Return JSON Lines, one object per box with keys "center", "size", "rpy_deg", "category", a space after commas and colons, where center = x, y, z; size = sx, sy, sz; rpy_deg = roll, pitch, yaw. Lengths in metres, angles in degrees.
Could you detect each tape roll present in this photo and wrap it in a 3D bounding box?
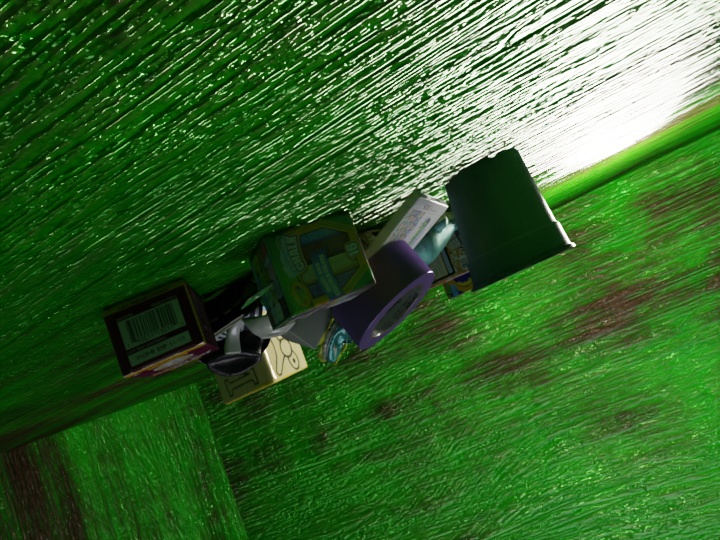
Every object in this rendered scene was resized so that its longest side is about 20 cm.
{"center": [0.044, 0.047, 1.019], "size": [0.199, 0.085, 0.201], "rpy_deg": [-40, 163, -15], "category": "tape roll"}

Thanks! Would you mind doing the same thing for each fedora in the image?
{"center": [-0.308, 0.195, 1.309], "size": [0.193, 0.093, 0.206], "rpy_deg": [-11, 131, -13], "category": "fedora"}

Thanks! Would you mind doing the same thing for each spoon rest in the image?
{"center": [-0.199, 0.107, 1.038], "size": [0.197, 0.063, 0.097], "rpy_deg": [-27, 162, 38], "category": "spoon rest"}

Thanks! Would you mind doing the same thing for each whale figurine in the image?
{"center": [0.162, -0.074, 1.218], "size": [0.194, 0.107, 0.159], "rpy_deg": [-21, 173, -24], "category": "whale figurine"}

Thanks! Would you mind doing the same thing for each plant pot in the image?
{"center": [0.253, -0.094, 0.972], "size": [0.194, 0.203, 0.200], "rpy_deg": [-22, 173, -3], "category": "plant pot"}

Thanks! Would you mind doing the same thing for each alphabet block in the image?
{"center": [-0.295, 0.228, 1.517], "size": [0.192, 0.207, 0.194], "rpy_deg": [-25, 173, 26], "category": "alphabet block"}

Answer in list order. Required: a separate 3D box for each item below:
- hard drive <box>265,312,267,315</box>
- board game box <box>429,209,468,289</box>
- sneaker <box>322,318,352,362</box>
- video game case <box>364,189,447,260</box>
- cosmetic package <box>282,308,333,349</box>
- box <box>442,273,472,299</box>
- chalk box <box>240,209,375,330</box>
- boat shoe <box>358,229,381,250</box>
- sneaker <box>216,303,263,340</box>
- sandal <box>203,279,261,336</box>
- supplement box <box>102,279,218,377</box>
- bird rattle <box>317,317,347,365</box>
{"center": [-0.137, 0.051, 1.118], "size": [0.198, 0.042, 0.138], "rpy_deg": [-30, -149, 56], "category": "hard drive"}
{"center": [0.161, -0.034, 1.324], "size": [0.194, 0.157, 0.046], "rpy_deg": [-23, 173, 6], "category": "board game box"}
{"center": [-0.022, 0.125, 1.181], "size": [0.204, 0.078, 0.077], "rpy_deg": [-60, 169, 19], "category": "sneaker"}
{"center": [0.074, -0.059, 1.029], "size": [0.201, 0.024, 0.181], "rpy_deg": [-51, 162, 17], "category": "video game case"}
{"center": [-0.141, 0.105, 1.240], "size": [0.110, 0.084, 0.198], "rpy_deg": [-61, -160, -16], "category": "cosmetic package"}
{"center": [0.291, -0.062, 1.385], "size": [0.120, 0.199, 0.198], "rpy_deg": [-16, 170, -46], "category": "box"}
{"center": [-0.098, 0.008, 0.849], "size": [0.194, 0.128, 0.124], "rpy_deg": [-19, 174, -28], "category": "chalk box"}
{"center": [0.011, -0.046, 1.075], "size": [0.068, 0.075, 0.198], "rpy_deg": [-32, 179, 34], "category": "boat shoe"}
{"center": [-0.278, 0.112, 1.168], "size": [0.105, 0.073, 0.199], "rpy_deg": [-2, 158, -36], "category": "sneaker"}
{"center": [-0.274, 0.088, 1.019], "size": [0.195, 0.082, 0.057], "rpy_deg": [-24, 169, -5], "category": "sandal"}
{"center": [-0.315, 0.101, 0.876], "size": [0.127, 0.107, 0.200], "rpy_deg": [-22, 174, -11], "category": "supplement box"}
{"center": [-0.081, 0.117, 1.324], "size": [0.158, 0.114, 0.204], "rpy_deg": [-5, -135, 33], "category": "bird rattle"}
